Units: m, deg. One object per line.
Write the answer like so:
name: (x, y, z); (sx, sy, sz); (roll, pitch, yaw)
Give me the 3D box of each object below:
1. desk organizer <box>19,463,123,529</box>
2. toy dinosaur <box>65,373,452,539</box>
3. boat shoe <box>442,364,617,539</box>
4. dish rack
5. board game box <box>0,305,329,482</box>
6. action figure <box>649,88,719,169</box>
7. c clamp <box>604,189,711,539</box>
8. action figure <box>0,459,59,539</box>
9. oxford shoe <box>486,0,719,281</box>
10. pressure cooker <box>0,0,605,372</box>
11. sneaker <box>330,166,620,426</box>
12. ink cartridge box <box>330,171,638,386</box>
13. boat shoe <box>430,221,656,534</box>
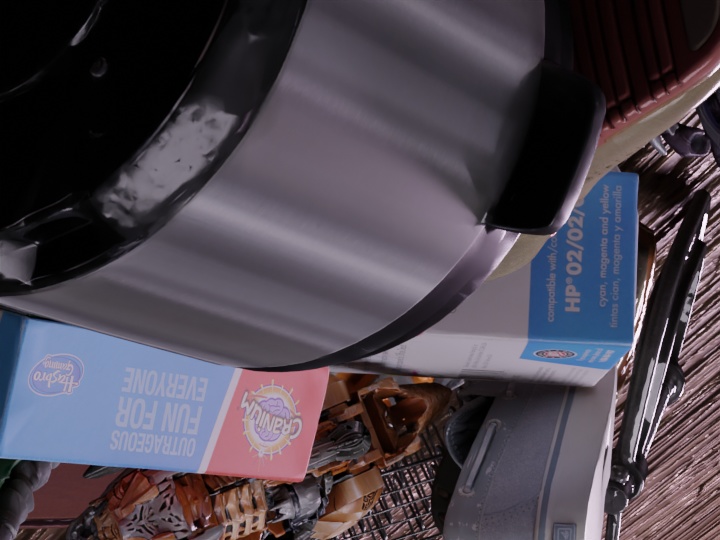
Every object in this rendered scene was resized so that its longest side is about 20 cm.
desk organizer: (-0.106, 0.061, 0.935); (0.077, 0.072, 0.199); (-41, 153, 28)
toy dinosaur: (-0.033, 0.081, 0.815); (0.199, 0.103, 0.135); (11, 155, -42)
boat shoe: (0.070, 0.066, 0.911); (0.071, 0.071, 0.201); (4, -157, 9)
dish rack: (0.002, 0.122, 1.202); (0.198, 0.055, 0.154); (-17, 154, -15)
board game box: (-0.133, 0.023, 0.702); (0.199, 0.041, 0.153); (13, 180, 35)
action figure: (0.169, -0.089, 0.896); (0.129, 0.070, 0.200); (-24, 155, 11)
c clamp: (0.138, 0.053, 1.043); (0.200, 0.027, 0.172); (-53, 153, -62)
action figure: (-0.152, 0.076, 0.734); (0.117, 0.055, 0.200); (-1, -170, 19)
oxford shoe: (0.049, -0.042, 0.701); (0.199, 0.071, 0.075); (-24, 145, 36)
pressure cooker: (-0.041, -0.063, 0.595); (0.178, 0.177, 0.200); (-32, 153, 22)
sneaker: (0.052, 0.002, 0.978); (0.077, 0.079, 0.200); (-20, 164, -47)
ink cartridge box: (0.000, 0.000, 0.830); (0.198, 0.069, 0.115); (3, 169, -1)
boat shoe: (0.097, 0.055, 1.095); (0.074, 0.075, 0.201); (-23, 143, -53)
